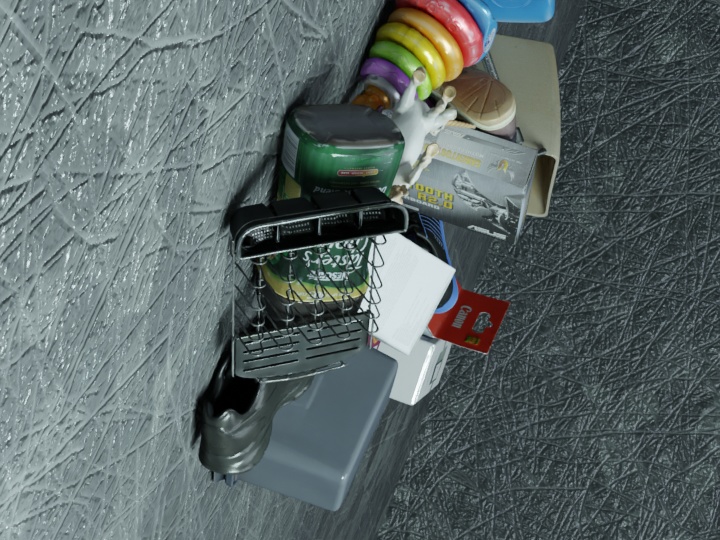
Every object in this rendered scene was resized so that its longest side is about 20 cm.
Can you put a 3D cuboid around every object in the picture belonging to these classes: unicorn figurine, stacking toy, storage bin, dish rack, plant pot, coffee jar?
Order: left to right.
[{"bbox_3d":[-0.044,0.021,1.257,0.055,0.152,0.201,-122,-151,-48],"label":"dish rack"},{"bbox_3d":[-0.049,0.141,1.497,0.146,0.134,0.201,103,11,-56],"label":"storage bin"},{"bbox_3d":[-0.031,-0.046,1.306,0.085,0.104,0.201,54,-41,45],"label":"coffee jar"},{"bbox_3d":[0.041,-0.205,1.469,0.200,0.110,0.116,-50,170,-20],"label":"stacking toy"},{"bbox_3d":[0.051,-0.130,1.396,0.200,0.074,0.137,-49,177,-26],"label":"unicorn figurine"},{"bbox_3d":[0.171,-0.204,1.913,0.200,0.198,0.178,84,18,-69],"label":"plant pot"},{"bbox_3d":[0.206,-0.423,1.884,0.201,0.109,0.117,-76,167,-45],"label":"stacking toy"}]

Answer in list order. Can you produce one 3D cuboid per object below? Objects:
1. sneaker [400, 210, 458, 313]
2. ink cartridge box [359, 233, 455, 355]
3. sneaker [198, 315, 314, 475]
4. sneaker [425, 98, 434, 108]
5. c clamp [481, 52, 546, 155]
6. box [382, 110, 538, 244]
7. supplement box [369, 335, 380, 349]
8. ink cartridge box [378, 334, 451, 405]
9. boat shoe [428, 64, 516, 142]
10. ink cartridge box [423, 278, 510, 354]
[{"bbox_3d":[0.064,-0.047,1.747,0.078,0.070,0.201,38,28,-63],"label":"sneaker"},{"bbox_3d":[0.000,0.000,1.535,0.200,0.050,0.109,31,86,-36],"label":"ink cartridge box"},{"bbox_3d":[-0.094,0.097,1.372,0.091,0.075,0.201,87,20,-45],"label":"sneaker"},{"bbox_3d":[0.071,-0.154,1.710,0.081,0.088,0.201,63,48,-77],"label":"sneaker"},{"bbox_3d":[0.151,-0.210,1.697,0.171,0.027,0.201,-35,105,-61],"label":"c clamp"},{"bbox_3d":[0.088,-0.107,1.568,0.159,0.199,0.049,86,24,-70],"label":"box"},{"bbox_3d":[-0.021,0.064,1.655,0.110,0.085,0.201,-4,114,-79],"label":"supplement box"},{"bbox_3d":[0.030,0.098,1.838,0.200,0.145,0.084,-13,122,-79],"label":"ink cartridge box"},{"bbox_3d":[0.106,-0.196,1.568,0.072,0.200,0.065,-31,134,-12],"label":"boat shoe"},{"bbox_3d":[0.085,0.024,1.817,0.162,0.199,0.050,-54,158,-62],"label":"ink cartridge box"}]
